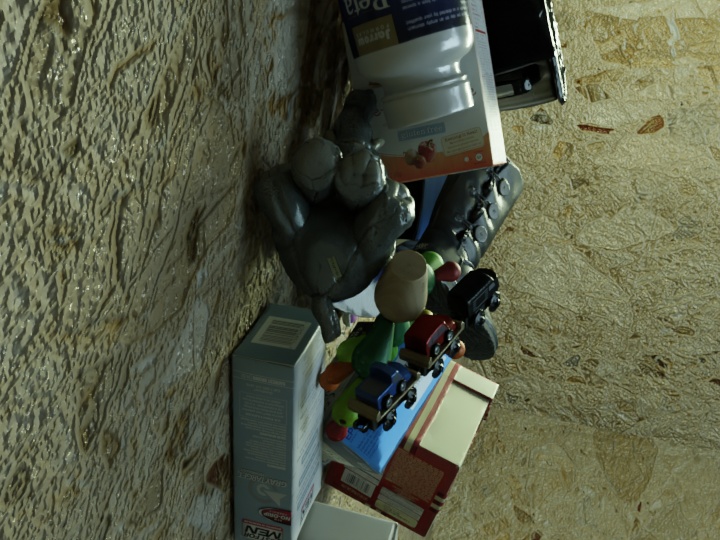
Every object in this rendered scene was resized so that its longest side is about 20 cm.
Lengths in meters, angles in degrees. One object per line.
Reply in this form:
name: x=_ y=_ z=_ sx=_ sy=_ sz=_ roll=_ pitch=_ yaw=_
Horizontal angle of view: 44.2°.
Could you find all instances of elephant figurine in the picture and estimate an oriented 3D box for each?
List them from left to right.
elephant figurine: x=-0.012 y=-0.061 z=0.799 sx=0.155 sy=0.142 sz=0.200 roll=-42 pitch=-173 yaw=12

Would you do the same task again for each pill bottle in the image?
pill bottle: x=0.038 y=-0.233 z=0.783 sx=0.111 sy=0.110 sz=0.202 roll=-46 pitch=121 yaw=-70

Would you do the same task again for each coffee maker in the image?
coffee maker: x=0.109 y=-0.252 z=0.959 sx=0.135 sy=0.197 sz=0.195 roll=-16 pitch=96 yaw=-72

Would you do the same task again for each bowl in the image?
bowl: x=0.074 y=-0.107 z=1.105 sx=0.201 sy=0.039 sz=0.204 roll=-176 pitch=-90 yaw=-79

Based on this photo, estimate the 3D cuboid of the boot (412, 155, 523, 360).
boot: x=0.133 y=-0.026 z=0.992 sx=0.165 sy=0.065 sz=0.201 roll=54 pitch=48 yaw=-34

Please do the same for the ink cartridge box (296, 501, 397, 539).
ink cartridge box: x=-0.040 y=0.331 z=0.910 sx=0.085 sy=0.144 sz=0.202 roll=-66 pitch=162 yaw=-46

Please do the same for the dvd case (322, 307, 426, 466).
dvd case: x=0.014 y=0.139 z=1.042 sx=0.200 sy=0.017 sz=0.144 roll=-41 pitch=-159 yaw=40

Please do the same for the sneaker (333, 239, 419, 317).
sneaker: x=0.001 y=0.000 z=0.986 sx=0.198 sy=0.114 sz=0.082 roll=-5 pitch=100 yaw=-47

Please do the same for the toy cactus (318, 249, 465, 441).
toy cactus: x=0.035 y=0.048 z=0.775 sx=0.200 sy=0.102 sz=0.166 roll=-46 pitch=162 yaw=-28

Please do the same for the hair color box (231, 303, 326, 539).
hair color box: x=-0.074 y=0.144 z=0.816 sx=0.099 sy=0.060 sz=0.202 roll=-58 pitch=154 yaw=-61

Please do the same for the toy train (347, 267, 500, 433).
toy train: x=0.056 y=0.059 z=0.717 sx=0.200 sy=0.034 sz=0.046 roll=-42 pitch=138 yaw=-37

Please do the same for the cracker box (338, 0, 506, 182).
cracker box: x=0.060 y=-0.193 z=0.878 sx=0.058 sy=0.132 sz=0.203 roll=-19 pitch=100 yaw=-65

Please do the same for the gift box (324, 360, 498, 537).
gift box: x=0.061 y=0.218 z=1.205 sx=0.187 sy=0.183 sz=0.201 roll=-52 pitch=170 yaw=-48

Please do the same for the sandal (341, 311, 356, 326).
sandal: x=0.018 y=-0.018 z=1.150 sx=0.083 sy=0.049 sz=0.204 roll=84 pitch=19 yaw=-52

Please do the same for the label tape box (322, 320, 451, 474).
label tape box: x=-0.007 y=0.129 z=0.954 sx=0.144 sy=0.066 sz=0.199 roll=-55 pitch=-159 yaw=-19
